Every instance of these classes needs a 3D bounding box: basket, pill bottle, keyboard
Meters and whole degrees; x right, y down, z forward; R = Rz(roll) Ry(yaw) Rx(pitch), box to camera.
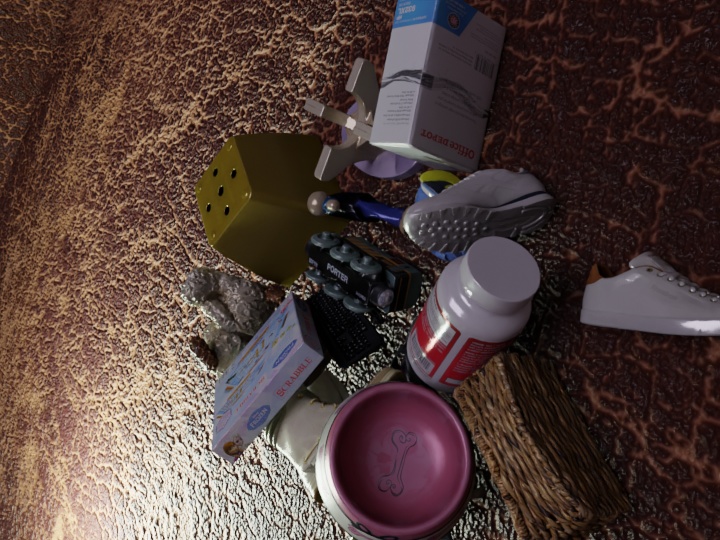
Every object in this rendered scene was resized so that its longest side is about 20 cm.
[{"bbox_3d":[0.170,0.213,0.747,0.149,0.142,0.202,-44,53,30],"label":"basket"},{"bbox_3d":[0.131,0.054,0.789,0.201,0.111,0.113,111,144,-53],"label":"pill bottle"},{"bbox_3d":[-0.024,0.062,1.012,0.103,0.040,0.200,-29,34,-8],"label":"keyboard"}]

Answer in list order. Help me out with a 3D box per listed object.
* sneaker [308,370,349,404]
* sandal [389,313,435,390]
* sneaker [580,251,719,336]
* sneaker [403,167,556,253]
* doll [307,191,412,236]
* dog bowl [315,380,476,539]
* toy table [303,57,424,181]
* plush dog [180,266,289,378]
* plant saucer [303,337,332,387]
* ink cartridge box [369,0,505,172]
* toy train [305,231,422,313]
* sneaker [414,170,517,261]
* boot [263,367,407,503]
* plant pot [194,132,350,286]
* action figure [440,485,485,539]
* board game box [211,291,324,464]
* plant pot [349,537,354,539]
[{"bbox_3d":[-0.056,0.229,1.014,0.201,0.080,0.077,55,135,39],"label":"sneaker"},{"bbox_3d":[0.067,0.159,0.935,0.075,0.048,0.203,21,99,47],"label":"sandal"},{"bbox_3d":[0.316,0.023,0.679,0.199,0.072,0.086,5,88,48],"label":"sneaker"},{"bbox_3d":[0.137,-0.079,0.815,0.077,0.197,0.081,108,146,-49],"label":"sneaker"},{"bbox_3d":[-0.001,-0.092,1.001,0.198,0.136,0.049,14,103,35],"label":"doll"},{"bbox_3d":[0.044,0.223,0.787,0.074,0.197,0.203,94,167,-69],"label":"dog bowl"},{"bbox_3d":[0.004,-0.217,1.027,0.199,0.116,0.186,18,96,46],"label":"toy table"},{"bbox_3d":[-0.210,0.102,1.148,0.159,0.199,0.174,14,85,30],"label":"plush dog"},{"bbox_3d":[-0.104,0.139,1.071,0.199,0.032,0.201,-35,24,18],"label":"plant saucer"},{"bbox_3d":[0.106,-0.249,0.903,0.083,0.144,0.203,13,92,47],"label":"ink cartridge box"},{"bbox_3d":[0.000,0.000,0.991,0.199,0.113,0.086,33,119,47],"label":"toy train"},{"bbox_3d":[0.138,-0.042,0.884,0.201,0.073,0.083,56,141,28],"label":"sneaker"},{"bbox_3d":[-0.039,0.191,0.921,0.154,0.072,0.201,33,87,43],"label":"boot"},{"bbox_3d":[-0.165,-0.118,1.144,0.200,0.175,0.202,-43,54,31],"label":"plant pot"},{"bbox_3d":[0.062,0.283,0.876,0.192,0.104,0.203,13,100,33],"label":"action figure"},{"bbox_3d":[-0.141,0.149,0.985,0.200,0.041,0.200,-50,19,8],"label":"board game box"},{"bbox_3d":[-0.006,0.451,0.806,0.199,0.192,0.203,17,116,38],"label":"plant pot"}]
